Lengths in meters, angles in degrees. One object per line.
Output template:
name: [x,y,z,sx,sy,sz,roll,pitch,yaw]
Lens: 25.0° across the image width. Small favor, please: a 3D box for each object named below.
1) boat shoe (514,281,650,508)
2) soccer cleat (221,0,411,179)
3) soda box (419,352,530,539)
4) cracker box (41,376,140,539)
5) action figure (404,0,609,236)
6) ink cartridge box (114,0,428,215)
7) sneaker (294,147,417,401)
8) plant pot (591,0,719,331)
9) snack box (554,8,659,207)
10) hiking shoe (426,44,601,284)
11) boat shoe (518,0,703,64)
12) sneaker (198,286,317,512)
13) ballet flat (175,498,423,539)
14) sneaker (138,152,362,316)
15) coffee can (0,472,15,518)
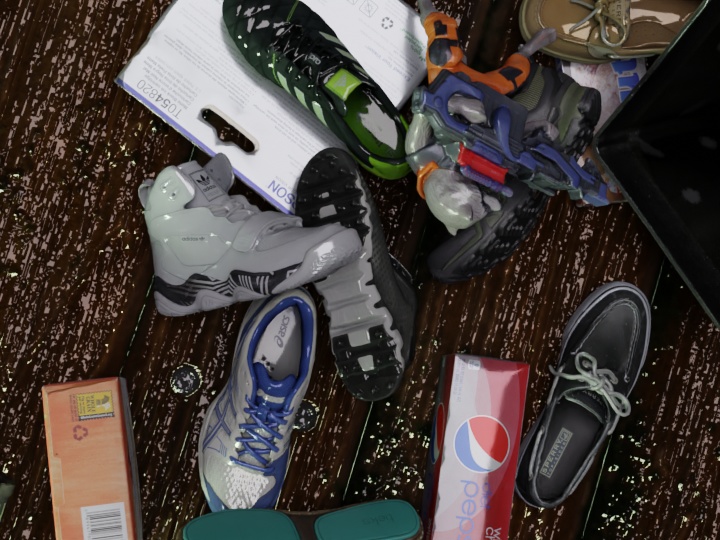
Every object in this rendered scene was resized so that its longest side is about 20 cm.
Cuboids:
boat shoe: [0.182,0.099,1.310,0.074,0.068,0.199,32,83,-4]
soccer cleat: [-0.027,-0.152,1.257,0.200,0.081,0.068,45,83,-2]
soda box: [0.087,0.168,1.295,0.063,0.070,0.200,8,85,-7]
cracker box: [-0.195,0.147,1.201,0.058,0.200,0.134,-6,87,-8]
action figure: [0.097,-0.109,1.238,0.200,0.105,0.194,32,56,-31]
ink cartridge box: [-0.062,-0.168,1.315,0.200,0.041,0.200,39,84,-3]
sneaker: [0.000,0.000,1.290,0.066,0.090,0.200,-14,91,22]
plant pot: [0.339,-0.097,1.260,0.177,0.200,0.200,-17,66,-37]
snack box: [0.202,-0.156,1.351,0.072,0.024,0.200,-7,87,-8]
hiking shoe: [0.107,-0.083,1.322,0.101,0.076,0.200,37,89,21]
boat shoe: [0.229,-0.207,1.314,0.200,0.063,0.073,-1,86,-9]
sneaker: [-0.081,0.105,1.273,0.075,0.088,0.200,11,87,-7]
ballet flat: [-0.048,0.222,1.267,0.200,0.065,0.071,0,45,-18]
sneaker: [-0.094,-0.035,1.238,0.075,0.200,0.115,-22,97,-51]
coffee can: [-0.360,0.230,1.205,0.146,0.146,0.200,19,85,-5]
